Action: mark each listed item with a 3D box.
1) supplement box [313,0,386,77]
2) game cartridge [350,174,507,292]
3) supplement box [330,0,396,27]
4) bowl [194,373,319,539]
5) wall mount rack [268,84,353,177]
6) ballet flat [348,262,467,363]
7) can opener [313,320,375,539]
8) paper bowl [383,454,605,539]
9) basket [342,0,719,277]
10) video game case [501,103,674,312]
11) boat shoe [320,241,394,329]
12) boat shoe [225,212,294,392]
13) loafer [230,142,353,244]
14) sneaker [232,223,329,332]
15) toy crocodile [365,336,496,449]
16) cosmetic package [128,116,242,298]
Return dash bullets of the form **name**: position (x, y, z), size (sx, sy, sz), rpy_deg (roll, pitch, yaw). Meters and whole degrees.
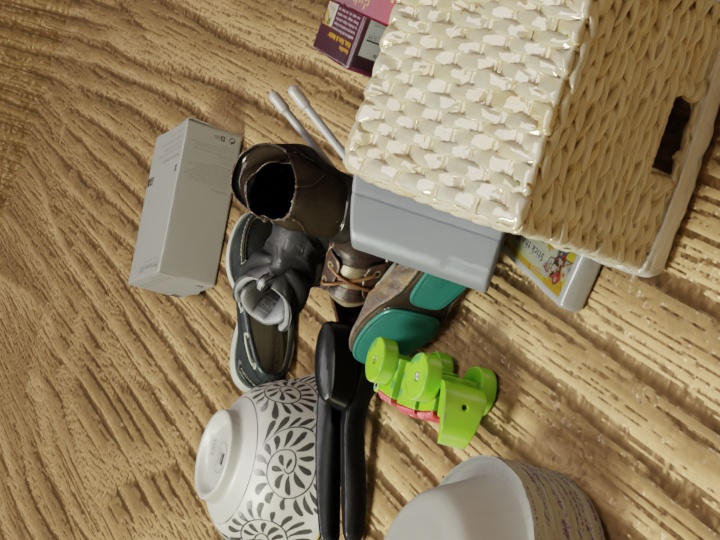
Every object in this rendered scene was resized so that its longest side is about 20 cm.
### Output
- **supplement box**: position (0.039, -0.286, 1.572), size (0.201, 0.085, 0.110), rpy_deg (-69, 24, 10)
- **game cartridge**: position (0.068, -0.098, 1.273), size (0.042, 0.132, 0.201), rpy_deg (11, -84, -84)
- **supplement box**: position (0.057, -0.261, 1.439), size (0.200, 0.061, 0.109), rpy_deg (30, 105, 35)
- **bowl**: position (-0.101, 0.187, 1.575), size (0.201, 0.094, 0.202), rpy_deg (-45, 36, 47)
- **wall mount rack**: position (0.008, -0.103, 1.388), size (0.200, 0.173, 0.075), rpy_deg (-167, 87, -78)
- **ballet flat**: position (0.051, 0.013, 1.379), size (0.200, 0.068, 0.068), rpy_deg (-45, 33, 49)
- **can opener**: position (-0.020, 0.148, 1.456), size (0.063, 0.078, 0.201), rpy_deg (-10, 74, 47)
- **paper bowl**: position (0.077, 0.229, 1.136), size (0.201, 0.104, 0.202), rpy_deg (-48, 33, 47)
- **basket**: position (0.121, -0.123, 1.123), size (0.200, 0.160, 0.199), rpy_deg (25, 99, 48)
- **video game case**: position (0.158, -0.088, 1.258), size (0.183, 0.023, 0.200), rpy_deg (-68, 25, 15)
- **boat shoe**: position (0.000, 0.000, 1.430), size (0.200, 0.072, 0.072), rpy_deg (104, -178, -65)
- **boat shoe**: position (-0.098, 0.027, 1.705), size (0.060, 0.075, 0.201), rpy_deg (-33, 58, 58)
- **loafer**: position (-0.068, -0.075, 1.386), size (0.200, 0.071, 0.073), rpy_deg (20, 96, 60)
- **sneaker**: position (-0.066, 0.003, 1.532), size (0.114, 0.075, 0.200), rpy_deg (-57, -11, -12)
- **toy crocodile**: position (0.052, 0.096, 1.320), size (0.200, 0.067, 0.062), rpy_deg (18, 92, 67)
- **cosmetic package**: position (-0.218, -0.074, 2.020), size (0.113, 0.081, 0.201), rpy_deg (-20, 56, 60)
